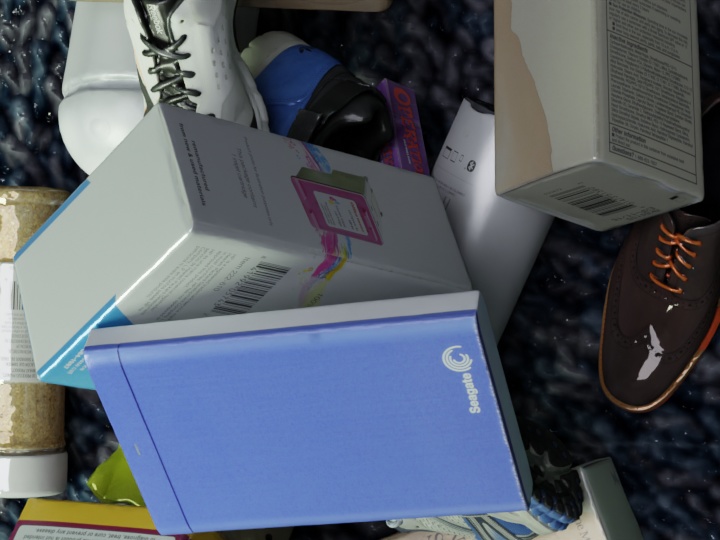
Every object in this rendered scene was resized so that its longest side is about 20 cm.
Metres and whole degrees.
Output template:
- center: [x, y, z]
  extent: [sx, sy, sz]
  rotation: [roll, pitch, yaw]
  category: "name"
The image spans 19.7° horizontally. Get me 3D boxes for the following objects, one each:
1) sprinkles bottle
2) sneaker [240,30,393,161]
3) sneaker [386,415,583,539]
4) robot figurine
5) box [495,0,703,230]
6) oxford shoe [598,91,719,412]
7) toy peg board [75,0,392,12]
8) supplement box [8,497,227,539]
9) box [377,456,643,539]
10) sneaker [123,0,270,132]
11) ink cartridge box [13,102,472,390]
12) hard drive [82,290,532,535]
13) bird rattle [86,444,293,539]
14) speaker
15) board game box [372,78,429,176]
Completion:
- center: [-0.224, 0.046, 1.357]
  extent: [0.068, 0.068, 0.201]
  rotation: [1, 90, 21]
  category: "sprinkles bottle"
- center: [-0.061, -0.035, 1.202]
  extent: [0.111, 0.077, 0.200]
  rotation: [31, 82, 34]
  category: "sneaker"
- center: [0.028, 0.105, 1.131]
  extent: [0.085, 0.200, 0.077]
  rotation: [-38, 33, 29]
  category: "sneaker"
- center: [-0.123, -0.131, 1.281]
  extent: [0.113, 0.170, 0.201]
  rotation: [12, 76, -16]
  category: "robot figurine"
- center: [0.132, -0.134, 1.165]
  extent: [0.078, 0.095, 0.201]
  rotation: [-18, 63, 45]
  category: "box"
- center: [0.180, -0.013, 1.201]
  extent: [0.071, 0.073, 0.201]
  rotation: [20, 97, 19]
  category: "oxford shoe"
- center: [-0.066, -0.258, 1.215]
  extent: [0.199, 0.098, 0.200]
  rotation: [4, 50, 14]
  category: "toy peg board"
- center: [-0.150, 0.236, 1.139]
  extent: [0.131, 0.103, 0.200]
  rotation: [1, 53, 34]
  category: "supplement box"
- center: [0.068, 0.188, 1.240]
  extent: [0.200, 0.078, 0.095]
  rotation: [-24, 80, 19]
  category: "box"
- center: [-0.099, -0.117, 1.129]
  extent: [0.074, 0.080, 0.201]
  rotation: [-1, 103, 20]
  category: "sneaker"
- center: [-0.061, 0.003, 1.115]
  extent: [0.144, 0.200, 0.085]
  rotation: [-41, 51, 33]
  category: "ink cartridge box"
- center: [-0.024, 0.075, 1.043]
  extent: [0.199, 0.025, 0.132]
  rotation: [-6, 128, 15]
  category: "hard drive"
- center: [-0.085, 0.095, 1.265]
  extent: [0.112, 0.200, 0.163]
  rotation: [-16, 123, 14]
  category: "bird rattle"
- center: [0.058, 0.002, 1.244]
  extent: [0.081, 0.081, 0.200]
  rotation: [26, 99, 19]
  category: "speaker"
- center: [0.000, 0.000, 1.230]
  extent: [0.120, 0.032, 0.200]
  rotation: [-39, 48, 42]
  category: "board game box"
